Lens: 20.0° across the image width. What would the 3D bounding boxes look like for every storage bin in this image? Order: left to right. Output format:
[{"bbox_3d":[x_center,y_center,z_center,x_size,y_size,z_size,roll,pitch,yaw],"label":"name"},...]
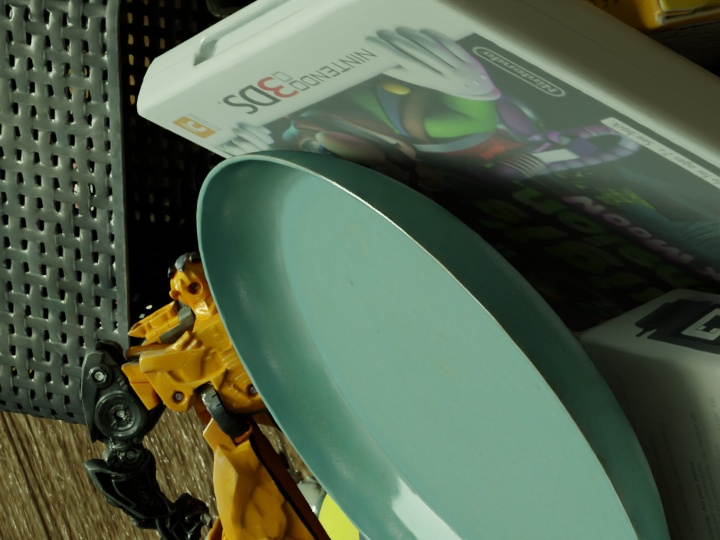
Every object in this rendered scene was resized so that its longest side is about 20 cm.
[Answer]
[{"bbox_3d":[-0.110,-0.053,0.798,0.135,0.093,0.201,-60,-25,-57],"label":"storage bin"}]

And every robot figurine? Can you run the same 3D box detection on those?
[{"bbox_3d":[-0.013,0.075,0.752,0.201,0.144,0.058,59,-170,-15],"label":"robot figurine"}]

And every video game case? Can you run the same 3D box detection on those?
[{"bbox_3d":[0.054,-0.026,0.582,0.182,0.199,0.024,-13,54,64],"label":"video game case"}]

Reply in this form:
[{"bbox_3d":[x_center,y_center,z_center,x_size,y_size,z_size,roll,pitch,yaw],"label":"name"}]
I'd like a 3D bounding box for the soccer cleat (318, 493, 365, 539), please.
[{"bbox_3d":[0.005,0.170,0.840,0.065,0.083,0.201,110,151,-49],"label":"soccer cleat"}]

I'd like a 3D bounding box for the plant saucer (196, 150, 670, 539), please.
[{"bbox_3d":[0.025,0.043,0.616,0.200,0.027,0.201,42,155,25],"label":"plant saucer"}]

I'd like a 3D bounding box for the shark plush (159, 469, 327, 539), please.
[{"bbox_3d":[-0.042,0.185,0.977,0.083,0.091,0.202,14,109,27],"label":"shark plush"}]

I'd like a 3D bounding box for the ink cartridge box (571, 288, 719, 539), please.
[{"bbox_3d":[0.131,0.105,0.579,0.200,0.043,0.199,12,124,59],"label":"ink cartridge box"}]

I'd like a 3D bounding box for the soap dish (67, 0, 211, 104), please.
[{"bbox_3d":[-0.102,-0.189,0.890,0.200,0.081,0.158,-54,46,40],"label":"soap dish"}]

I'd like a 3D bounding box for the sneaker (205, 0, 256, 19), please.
[{"bbox_3d":[-0.027,-0.106,0.808,0.077,0.088,0.201,60,148,33],"label":"sneaker"}]

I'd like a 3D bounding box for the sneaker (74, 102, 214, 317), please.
[{"bbox_3d":[-0.085,-0.014,0.947,0.082,0.078,0.201,42,143,19],"label":"sneaker"}]

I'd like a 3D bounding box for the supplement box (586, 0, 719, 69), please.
[{"bbox_3d":[0.066,-0.110,0.601,0.200,0.108,0.110,-13,87,63],"label":"supplement box"}]
